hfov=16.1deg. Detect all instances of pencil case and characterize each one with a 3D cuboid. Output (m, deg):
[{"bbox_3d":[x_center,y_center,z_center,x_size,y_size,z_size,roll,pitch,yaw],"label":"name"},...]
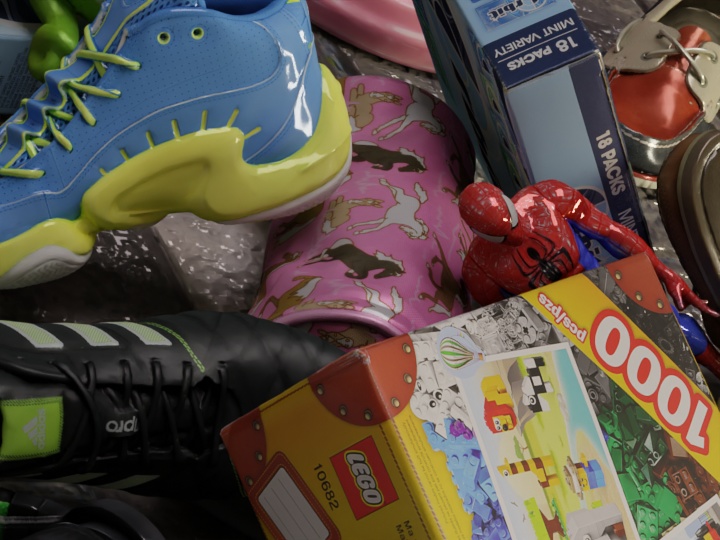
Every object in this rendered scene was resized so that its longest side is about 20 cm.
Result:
[{"bbox_3d":[0.000,0.000,1.014,0.083,0.086,0.201,49,23,-23],"label":"pencil case"}]

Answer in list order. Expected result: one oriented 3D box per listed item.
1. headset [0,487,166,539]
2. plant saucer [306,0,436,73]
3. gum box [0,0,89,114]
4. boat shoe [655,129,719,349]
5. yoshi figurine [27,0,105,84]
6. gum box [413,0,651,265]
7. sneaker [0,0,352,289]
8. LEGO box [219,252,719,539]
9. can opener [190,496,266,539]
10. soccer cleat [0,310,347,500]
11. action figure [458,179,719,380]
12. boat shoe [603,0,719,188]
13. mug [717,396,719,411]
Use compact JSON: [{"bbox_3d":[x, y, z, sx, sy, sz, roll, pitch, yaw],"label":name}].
[{"bbox_3d":[-0.087,0.111,0.769,0.199,0.095,0.124,19,30,7],"label":"headset"},{"bbox_3d":[0.017,-0.179,1.322,0.199,0.051,0.201,21,31,-13],"label":"plant saucer"},{"bbox_3d":[-0.180,-0.135,1.103,0.199,0.045,0.170,1,41,-39],"label":"gum box"},{"bbox_3d":[0.173,0.012,1.096,0.068,0.072,0.200,10,-30,48],"label":"boat shoe"},{"bbox_3d":[-0.114,-0.136,1.017,0.199,0.112,0.113,16,40,-15],"label":"yoshi figurine"},{"bbox_3d":[0.067,-0.083,1.109,0.044,0.171,0.201,-23,44,-2],"label":"gum box"},{"bbox_3d":[-0.101,-0.061,0.952,0.199,0.106,0.076,-15,25,-22],"label":"sneaker"},{"bbox_3d":[0.065,0.112,0.820,0.148,0.077,0.201,-18,80,-45],"label":"LEGO box"},{"bbox_3d":[0.024,0.106,0.925,0.199,0.054,0.067,30,-2,4],"label":"can opener"},{"bbox_3d":[-0.092,0.048,0.849,0.198,0.068,0.081,5,11,-5],"label":"soccer cleat"},{"bbox_3d":[0.099,0.020,1.008,0.200,0.065,0.052,39,10,-39],"label":"action figure"},{"bbox_3d":[0.162,-0.103,1.318,0.071,0.063,0.200,34,32,6],"label":"boat shoe"},{"bbox_3d":[0.211,0.077,0.943,0.152,0.188,0.150,17,18,3],"label":"mug"}]
